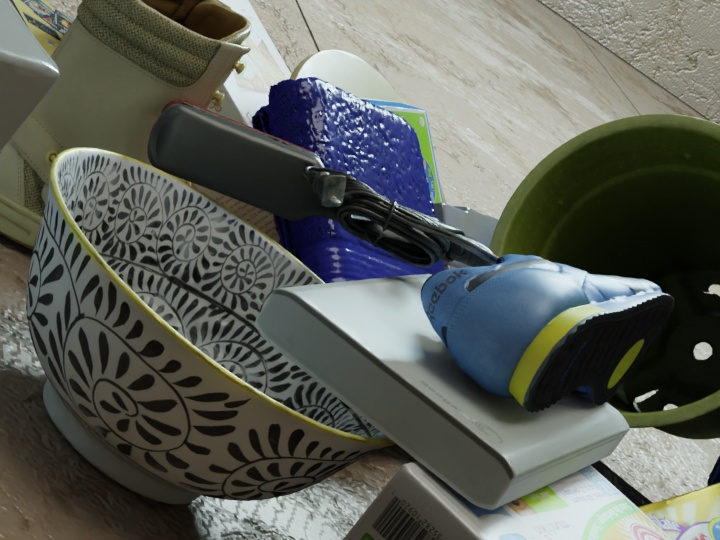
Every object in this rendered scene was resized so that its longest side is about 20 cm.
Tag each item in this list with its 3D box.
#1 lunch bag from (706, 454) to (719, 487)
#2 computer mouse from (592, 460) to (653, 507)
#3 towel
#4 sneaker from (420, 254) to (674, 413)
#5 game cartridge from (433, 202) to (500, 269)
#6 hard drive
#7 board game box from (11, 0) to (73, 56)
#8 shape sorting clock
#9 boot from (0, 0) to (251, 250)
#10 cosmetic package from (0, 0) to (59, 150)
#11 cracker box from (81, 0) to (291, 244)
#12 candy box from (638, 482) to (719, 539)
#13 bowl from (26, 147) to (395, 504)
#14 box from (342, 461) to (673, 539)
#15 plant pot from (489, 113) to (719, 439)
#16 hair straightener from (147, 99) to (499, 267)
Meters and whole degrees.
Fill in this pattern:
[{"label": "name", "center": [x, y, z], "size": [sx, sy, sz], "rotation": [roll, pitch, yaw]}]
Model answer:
[{"label": "lunch bag", "center": [0.290, 0.143, 1.339], "size": [0.136, 0.200, 0.132], "rotation": [-25, 59, -35]}, {"label": "computer mouse", "center": [0.136, 0.146, 1.227], "size": [0.200, 0.053, 0.138], "rotation": [40, 10, 3]}, {"label": "towel", "center": [0.000, 0.000, 1.196], "size": [0.148, 0.050, 0.200], "rotation": [20, 57, -59]}, {"label": "sneaker", "center": [0.089, 0.020, 0.996], "size": [0.078, 0.066, 0.200], "rotation": [35, 13, 21]}, {"label": "game cartridge", "center": [0.096, 0.033, 1.368], "size": [0.200, 0.038, 0.130], "rotation": [18, 58, -56]}, {"label": "hard drive", "center": [0.044, 0.050, 0.983], "size": [0.132, 0.026, 0.200], "rotation": [37, 13, 16]}, {"label": "board game box", "center": [-0.213, -0.139, 1.298], "size": [0.200, 0.035, 0.135], "rotation": [36, 15, -8]}, {"label": "shape sorting clock", "center": [0.005, -0.040, 1.313], "size": [0.200, 0.039, 0.200], "rotation": [33, 51, -53]}, {"label": "boot", "center": [-0.096, -0.065, 1.118], "size": [0.200, 0.155, 0.073], "rotation": [26, 19, -36]}, {"label": "cosmetic package", "center": [-0.257, -0.086, 0.777], "size": [0.200, 0.165, 0.165], "rotation": [15, 33, -56]}, {"label": "cracker box", "center": [-0.082, -0.104, 1.337], "size": [0.200, 0.058, 0.134], "rotation": [59, 18, 4]}, {"label": "candy box", "center": [0.178, 0.168, 1.132], "size": [0.102, 0.026, 0.200], "rotation": [48, 25, 21]}, {"label": "bowl", "center": [-0.081, 0.043, 0.958], "size": [0.201, 0.094, 0.201], "rotation": [35, 15, -11]}, {"label": "box", "center": [0.069, 0.154, 0.961], "size": [0.112, 0.101, 0.200], "rotation": [42, 16, 20]}, {"label": "plant pot", "center": [0.202, 0.029, 1.361], "size": [0.200, 0.200, 0.190], "rotation": [46, 1, 28]}, {"label": "hair straightener", "center": [-0.012, -0.027, 1.033], "size": [0.200, 0.041, 0.077], "rotation": [27, 5, -5]}]
